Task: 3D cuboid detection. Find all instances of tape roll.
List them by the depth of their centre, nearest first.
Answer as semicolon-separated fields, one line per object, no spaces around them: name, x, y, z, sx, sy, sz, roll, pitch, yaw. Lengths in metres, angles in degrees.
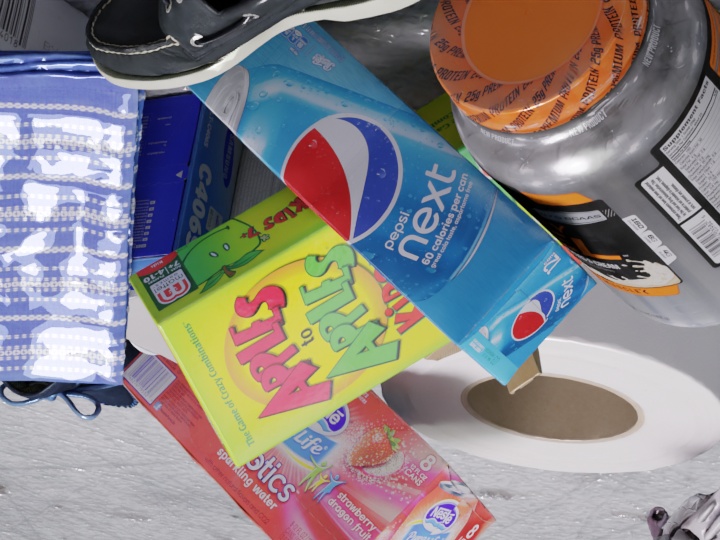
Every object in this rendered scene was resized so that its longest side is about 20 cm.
tape roll;0.112;0.048;1.433;0.201;0.071;0.203;8;156;3

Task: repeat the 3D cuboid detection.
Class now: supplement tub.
supplement tub;0.120;-0.066;1.117;0.122;0.123;0.200;-7;150;32

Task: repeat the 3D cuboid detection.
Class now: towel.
towel;-0.179;-0.021;1.216;0.144;0.024;0.201;0;127;-10

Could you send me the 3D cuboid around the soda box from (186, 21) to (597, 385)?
soda box;0.010;-0.042;1.133;0.200;0.064;0.068;43;-177;28

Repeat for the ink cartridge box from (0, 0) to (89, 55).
ink cartridge box;-0.233;-0.103;1.249;0.199;0.051;0.109;-9;150;37

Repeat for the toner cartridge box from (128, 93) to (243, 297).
toner cartridge box;-0.161;-0.032;1.323;0.199;0.095;0.043;-5;153;30

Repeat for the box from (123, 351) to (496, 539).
box;-0.031;0.101;1.441;0.200;0.103;0.095;42;175;32

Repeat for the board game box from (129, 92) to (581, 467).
board game box;0.000;0.000;1.223;0.200;0.048;0.102;-31;128;-6

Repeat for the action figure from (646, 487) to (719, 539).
action figure;0.218;0.134;1.461;0.200;0.069;0.130;-26;168;-43

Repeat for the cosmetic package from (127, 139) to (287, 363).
cosmetic package;-0.048;-0.011;1.345;0.200;0.091;0.107;-12;148;44

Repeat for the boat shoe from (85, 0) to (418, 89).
boat shoe;-0.053;-0.133;1.091;0.199;0.075;0.066;-8;146;37

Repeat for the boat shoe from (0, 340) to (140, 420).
boat shoe;-0.195;0.046;1.483;0.084;0.069;0.200;-6;153;31

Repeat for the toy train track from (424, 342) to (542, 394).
toy train track;0.105;-0.011;1.295;0.032;0.115;0.200;8;144;-44
